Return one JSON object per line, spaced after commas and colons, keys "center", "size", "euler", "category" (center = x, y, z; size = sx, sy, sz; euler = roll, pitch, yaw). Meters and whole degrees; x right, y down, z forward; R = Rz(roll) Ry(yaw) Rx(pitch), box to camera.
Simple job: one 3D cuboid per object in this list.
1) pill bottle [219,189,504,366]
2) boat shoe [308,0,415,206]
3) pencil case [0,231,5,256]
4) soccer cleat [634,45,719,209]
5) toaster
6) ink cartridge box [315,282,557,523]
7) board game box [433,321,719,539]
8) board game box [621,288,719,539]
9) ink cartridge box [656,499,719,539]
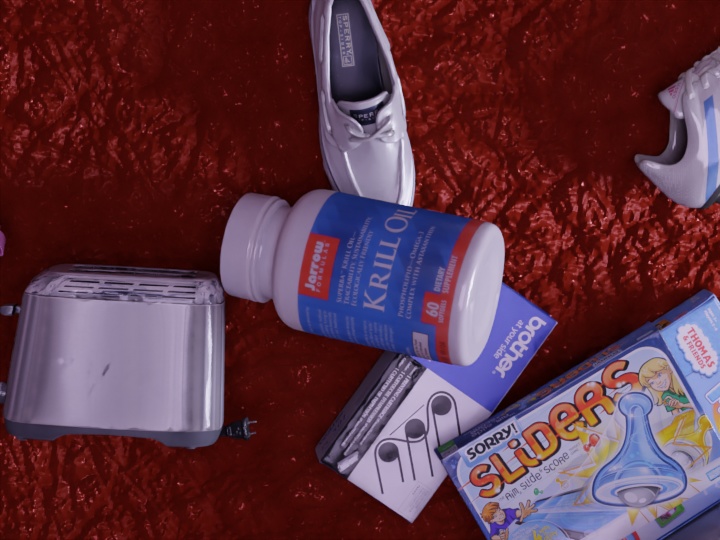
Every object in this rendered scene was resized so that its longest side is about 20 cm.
{"center": [0.000, 0.000, 1.395], "size": [0.200, 0.112, 0.112], "euler": [11, 97, 16], "category": "pill bottle"}
{"center": [-0.002, -0.124, 1.420], "size": [0.074, 0.065, 0.200], "euler": [-17, 99, -3], "category": "boat shoe"}
{"center": [-0.372, -0.035, 1.394], "size": [0.200, 0.087, 0.083], "euler": [25, 64, -8], "category": "pencil case"}
{"center": [0.288, -0.146, 1.440], "size": [0.086, 0.070, 0.200], "euler": [27, 95, -8], "category": "soccer cleat"}
{"center": [-0.176, 0.064, 1.408], "size": [0.200, 0.114, 0.129], "euler": [4, 95, -3], "category": "toaster"}
{"center": [0.059, 0.093, 1.467], "size": [0.094, 0.044, 0.200], "euler": [35, 93, -10], "category": "ink cartridge box"}
{"center": [0.178, 0.149, 1.451], "size": [0.200, 0.034, 0.135], "euler": [-31, 101, -1], "category": "board game box"}
{"center": [0.237, 0.132, 1.492], "size": [0.200, 0.037, 0.151], "euler": [-32, 100, 1], "category": "board game box"}
{"center": [0.269, 0.259, 1.457], "size": [0.200, 0.146, 0.083], "euler": [-32, 98, 0], "category": "ink cartridge box"}
